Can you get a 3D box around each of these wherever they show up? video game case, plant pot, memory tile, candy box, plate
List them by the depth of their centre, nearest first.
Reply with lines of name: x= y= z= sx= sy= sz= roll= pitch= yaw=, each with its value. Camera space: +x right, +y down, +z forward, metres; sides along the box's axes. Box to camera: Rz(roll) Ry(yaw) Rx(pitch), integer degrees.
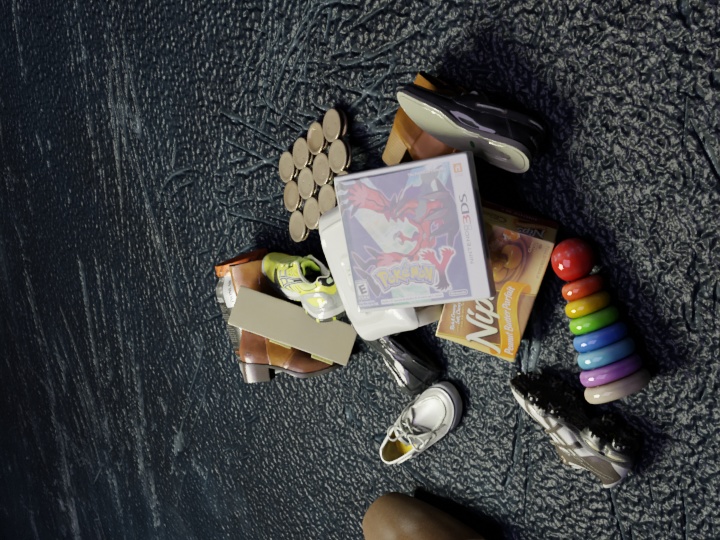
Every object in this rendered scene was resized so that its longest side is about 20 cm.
video game case: x=0.067 y=-0.046 z=1.342 sx=0.197 sy=0.023 sz=0.186 roll=-8 pitch=96 yaw=31
candy box: x=0.179 y=0.015 z=1.383 sx=0.114 sy=0.056 sz=0.202 roll=18 pitch=127 yaw=8
plate: x=0.000 y=0.000 z=1.468 sx=0.199 sy=0.032 sz=0.203 roll=-23 pitch=88 yaw=67
memory tile: x=-0.067 y=-0.146 z=1.619 sx=0.199 sy=0.017 sz=0.156 roll=-34 pitch=64 yaw=52
plant pot: x=0.092 y=0.447 z=1.655 sx=0.200 sy=0.184 sz=0.190 roll=38 pitch=135 yaw=50

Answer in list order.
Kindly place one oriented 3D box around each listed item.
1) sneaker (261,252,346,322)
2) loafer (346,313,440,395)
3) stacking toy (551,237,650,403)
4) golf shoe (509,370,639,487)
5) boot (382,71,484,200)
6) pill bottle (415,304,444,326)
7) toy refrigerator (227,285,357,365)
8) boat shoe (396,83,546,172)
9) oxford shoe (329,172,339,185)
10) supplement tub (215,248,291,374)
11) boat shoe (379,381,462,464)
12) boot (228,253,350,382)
sneaker: x=-0.086 y=0.005 z=1.614 sx=0.199 sy=0.075 sz=0.078 roll=30 pitch=135 yaw=45
loafer: x=0.046 y=0.097 z=1.602 sx=0.070 sy=0.068 sz=0.201 roll=-41 pitch=83 yaw=19
stacking toy: x=0.288 y=0.058 z=1.299 sx=0.085 sy=0.085 sz=0.203 roll=-22 pitch=87 yaw=51
golf shoe: x=0.272 y=0.214 z=1.392 sx=0.199 sy=0.077 sz=0.096 roll=36 pitch=133 yaw=34
boot: x=0.126 y=-0.160 z=1.387 sx=0.200 sy=0.071 sz=0.145 roll=39 pitch=123 yaw=16
pill bottle: x=0.063 y=-0.026 z=1.487 sx=0.111 sy=0.111 sz=0.203 roll=-9 pitch=102 yaw=50
toy refrigerator: x=-0.105 y=0.091 z=1.652 sx=0.197 sy=0.076 sz=0.071 roll=19 pitch=86 yaw=0
boat shoe: x=0.139 y=-0.192 z=1.325 sx=0.198 sy=0.068 sz=0.072 roll=26 pitch=160 yaw=20
oxford shoe: x=-0.010 y=-0.063 z=1.603 sx=0.075 sy=0.057 sz=0.203 roll=-33 pitch=68 yaw=57
supplement tub: x=-0.176 y=0.073 z=1.801 sx=0.122 sy=0.122 sz=0.203 roll=-8 pitch=103 yaw=50
boat shoe: x=0.081 y=0.245 z=1.618 sx=0.075 sy=0.085 sz=0.202 roll=55 pitch=140 yaw=13
boot: x=-0.116 y=0.074 z=1.721 sx=0.185 sy=0.068 sz=0.204 roll=-5 pitch=92 yaw=9
